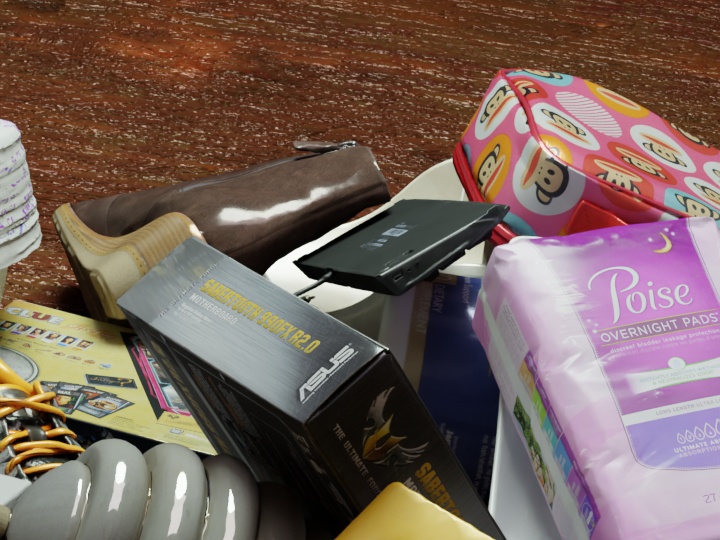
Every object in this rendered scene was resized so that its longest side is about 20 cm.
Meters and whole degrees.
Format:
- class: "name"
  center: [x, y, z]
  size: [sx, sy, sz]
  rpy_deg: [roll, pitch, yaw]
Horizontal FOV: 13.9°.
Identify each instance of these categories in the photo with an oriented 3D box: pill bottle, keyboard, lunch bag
- class: "pill bottle"
  center: [0.105, 0.066, 1.495]
  size: [0.200, 0.111, 0.111]
  rpy_deg: [8, 19, 0]
- class: "keyboard"
  center: [0.000, 0.000, 1.487]
  size: [0.127, 0.021, 0.200]
  rpy_deg: [-29, 8, -10]
- class: "lunch bag"
  center: [0.154, -0.025, 1.573]
  size: [0.200, 0.082, 0.176]
  rpy_deg: [24, 17, -16]

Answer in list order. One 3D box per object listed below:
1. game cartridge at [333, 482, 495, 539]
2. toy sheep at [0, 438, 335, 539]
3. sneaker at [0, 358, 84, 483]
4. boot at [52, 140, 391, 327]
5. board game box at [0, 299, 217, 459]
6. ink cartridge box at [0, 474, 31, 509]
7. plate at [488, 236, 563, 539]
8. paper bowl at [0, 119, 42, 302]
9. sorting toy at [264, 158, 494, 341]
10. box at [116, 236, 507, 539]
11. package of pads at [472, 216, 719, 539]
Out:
- class: "game cartridge"
  center: [0.007, 0.183, 1.075]
  size: [0.176, 0.032, 0.200]
  rpy_deg: [28, 60, 38]
- class: "toy sheep"
  center: [-0.081, 0.133, 1.201]
  size: [0.200, 0.138, 0.138]
  rpy_deg: [28, 14, -17]
- class: "sneaker"
  center: [-0.159, 0.092, 1.367]
  size: [0.078, 0.077, 0.200]
  rpy_deg: [-5, 24, -38]
- class: "boot"
  center: [-0.077, -0.025, 1.630]
  size: [0.166, 0.072, 0.200]
  rpy_deg: [-23, 14, -11]
- class: "board game box"
  center: [-0.117, 0.071, 1.506]
  size: [0.200, 0.035, 0.135]
  rpy_deg: [14, 20, 16]
- class: "ink cartridge box"
  center: [-0.218, 0.124, 1.261]
  size: [0.200, 0.068, 0.115]
  rpy_deg: [13, 20, 13]
- class: "plate"
  center: [0.161, 0.077, 1.398]
  size: [0.199, 0.032, 0.200]
  rpy_deg: [8, 49, -2]
- class: "paper bowl"
  center: [-0.263, -0.007, 1.514]
  size: [0.201, 0.104, 0.201]
  rpy_deg: [-12, 12, 3]
- class: "sorting toy"
  center: [0.003, 0.012, 1.646]
  size: [0.180, 0.107, 0.200]
  rpy_deg: [2, 20, 6]
- class: "box"
  center: [-0.005, 0.091, 1.257]
  size: [0.048, 0.200, 0.158]
  rpy_deg: [-41, 34, -15]
- class: "package of pads"
  center: [0.139, 0.071, 1.331]
  size: [0.120, 0.076, 0.200]
  rpy_deg: [-8, 52, -17]
